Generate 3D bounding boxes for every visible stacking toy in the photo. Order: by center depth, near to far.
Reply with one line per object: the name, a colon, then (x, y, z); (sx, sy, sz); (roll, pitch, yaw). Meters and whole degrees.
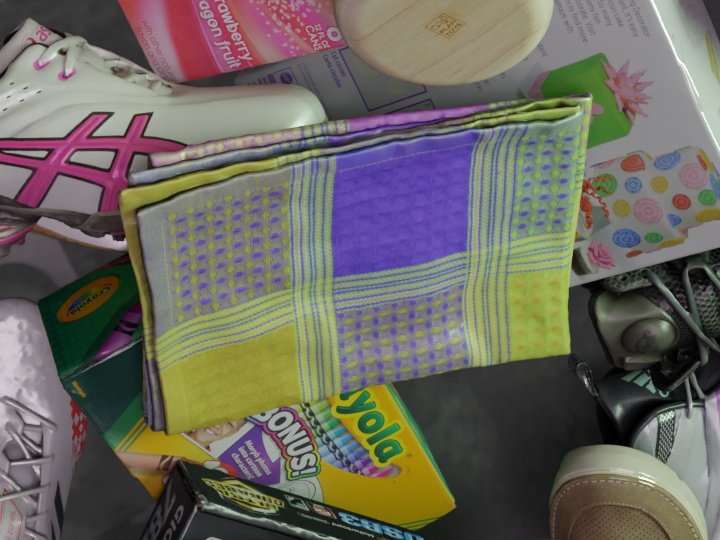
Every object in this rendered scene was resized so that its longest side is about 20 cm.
stacking toy: (0.032, -0.177, 0.773); (0.085, 0.200, 0.085); (0, 147, 0)

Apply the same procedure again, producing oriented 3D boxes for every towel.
towel: (0.000, 0.000, 0.782); (0.200, 0.023, 0.144); (-10, 130, -15)

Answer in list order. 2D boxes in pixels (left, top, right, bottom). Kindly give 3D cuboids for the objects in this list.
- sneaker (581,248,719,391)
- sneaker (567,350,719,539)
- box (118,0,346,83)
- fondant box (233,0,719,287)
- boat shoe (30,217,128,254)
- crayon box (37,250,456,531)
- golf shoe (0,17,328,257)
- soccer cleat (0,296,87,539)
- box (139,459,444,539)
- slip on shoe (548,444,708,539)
sneaker: (0.179, 0.008, 0.842); (0.114, 0.199, 0.076); (-48, 124, -29)
sneaker: (0.170, 0.053, 0.930); (0.140, 0.078, 0.200); (18, 103, -15)
box: (-0.065, -0.188, 0.771); (0.102, 0.095, 0.200); (-9, 125, 22)
fondant box: (0.063, -0.063, 0.838); (0.200, 0.058, 0.144); (-16, 113, 32)
boat shoe: (-0.125, -0.052, 0.853); (0.200, 0.071, 0.069); (8, 107, -10)
crayon box: (-0.047, 0.064, 0.870); (0.119, 0.058, 0.200); (-29, 133, 2)
golf shoe: (-0.113, -0.059, 0.778); (0.200, 0.073, 0.092); (-9, 108, 3)
soccer cleat: (-0.168, 0.113, 0.889); (0.069, 0.085, 0.200); (8, 106, -11)
box: (-0.034, 0.206, 0.875); (0.198, 0.050, 0.200); (21, 102, -27)
slip on shoe: (0.135, 0.171, 0.934); (0.076, 0.061, 0.200); (1, 132, 15)
